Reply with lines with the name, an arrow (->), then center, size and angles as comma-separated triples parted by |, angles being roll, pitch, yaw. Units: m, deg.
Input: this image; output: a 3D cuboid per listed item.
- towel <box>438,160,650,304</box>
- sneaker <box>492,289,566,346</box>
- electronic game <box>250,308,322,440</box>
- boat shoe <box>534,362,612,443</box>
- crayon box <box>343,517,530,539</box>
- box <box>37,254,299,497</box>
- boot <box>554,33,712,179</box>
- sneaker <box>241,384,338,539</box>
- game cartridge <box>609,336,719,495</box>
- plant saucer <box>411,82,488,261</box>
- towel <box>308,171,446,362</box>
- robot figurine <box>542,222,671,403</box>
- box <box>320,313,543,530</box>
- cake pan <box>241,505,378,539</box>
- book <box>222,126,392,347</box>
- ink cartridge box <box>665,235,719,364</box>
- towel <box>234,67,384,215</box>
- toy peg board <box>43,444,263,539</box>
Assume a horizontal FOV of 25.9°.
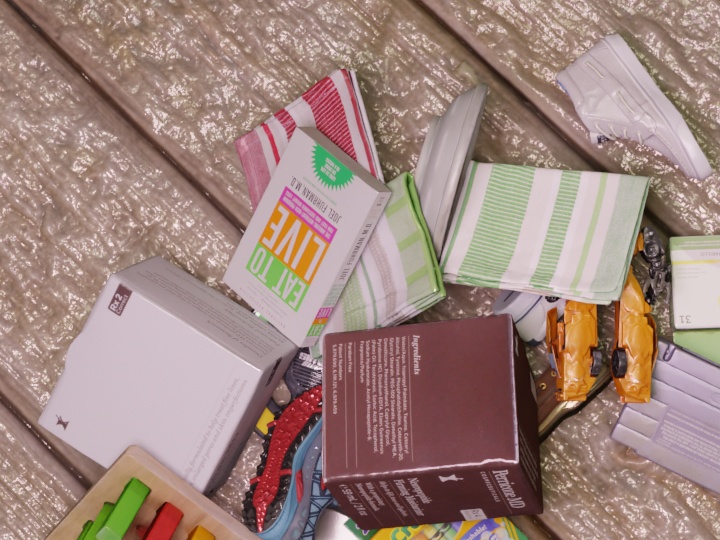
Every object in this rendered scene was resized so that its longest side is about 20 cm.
towel -> 0.191, -0.043, 1.652 | 0.200, 0.023, 0.153 | 7, 66, 23
sneaker -> 0.233, -0.002, 1.745 | 0.200, 0.073, 0.071 | -46, 109, -5
electronic game -> -0.049, 0.110, 1.760 | 0.199, 0.042, 0.201 | -1, 82, 6
boat shoe -> 0.185, 0.154, 1.721 | 0.200, 0.072, 0.068 | -39, 75, -7
crayon box -> 0.096, 0.298, 1.693 | 0.200, 0.052, 0.126 | 43, 73, 6
box -> -0.206, 0.122, 1.697 | 0.200, 0.131, 0.199 | 32, 108, 9
boot -> 0.303, -0.164, 1.758 | 0.095, 0.074, 0.200 | -35, 72, 6
sneaker -> -0.060, 0.216, 1.685 | 0.079, 0.096, 0.200 | -10, 44, 40
game cartridge -> 0.386, 0.171, 1.698 | 0.200, 0.038, 0.130 | 26, 107, 8
plant saucer -> 0.089, -0.111, 1.697 | 0.050, 0.200, 0.201 | 16, 84, 4
towel -> 0.000, 0.000, 1.684 | 0.200, 0.031, 0.150 | -33, 67, 41
robot figurine -> 0.258, 0.040, 1.673 | 0.145, 0.058, 0.201 | 3, 83, -8
box -> 0.074, 0.159, 1.613 | 0.200, 0.166, 0.165 | -7, 62, 13
cake pan -> -0.056, 0.346, 1.729 | 0.200, 0.037, 0.201 | -1, 82, 5
book -> -0.056, -0.036, 1.698 | 0.134, 0.048, 0.200 | 41, 116, 32
ink cartridge box -> 0.414, 0.062, 1.722 | 0.145, 0.048, 0.201 | -2, 80, 5
towel -> -0.061, -0.119, 1.736 | 0.200, 0.023, 0.144 | -29, 70, 42
toy peg board -> -0.226, 0.321, 1.644 | 0.199, 0.098, 0.200 | 38, 125, -8
